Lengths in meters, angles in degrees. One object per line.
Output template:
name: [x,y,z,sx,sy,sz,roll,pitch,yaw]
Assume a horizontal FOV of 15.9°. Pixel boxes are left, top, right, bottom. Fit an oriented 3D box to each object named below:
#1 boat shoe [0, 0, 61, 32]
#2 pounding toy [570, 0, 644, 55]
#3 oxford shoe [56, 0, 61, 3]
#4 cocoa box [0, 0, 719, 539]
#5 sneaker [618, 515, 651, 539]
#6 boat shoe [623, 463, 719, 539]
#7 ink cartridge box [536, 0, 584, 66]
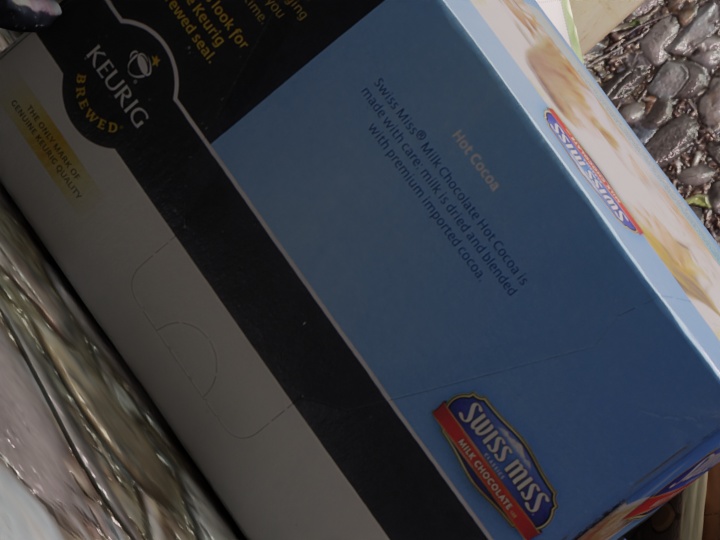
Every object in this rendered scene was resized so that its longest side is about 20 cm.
boat shoe: [-0.116,-0.120,0.603,0.093,0.075,0.200,33,-2,15]
pounding toy: [0.020,-0.125,1.074,0.142,0.184,0.200,51,-29,-5]
oxford shoe: [-0.096,-0.100,1.038,0.200,0.075,0.058,-140,-127,-71]
cocoa box: [0.012,-0.007,0.717,0.200,0.131,0.133,54,15,11]
sneaker: [0.090,0.029,0.946,0.073,0.112,0.201,33,53,-24]
boat shoe: [0.134,0.119,0.962,0.076,0.071,0.201,170,-75,-73]
ink cartridge box: [0.007,-0.020,0.858,0.076,0.147,0.201,-12,88,-45]
